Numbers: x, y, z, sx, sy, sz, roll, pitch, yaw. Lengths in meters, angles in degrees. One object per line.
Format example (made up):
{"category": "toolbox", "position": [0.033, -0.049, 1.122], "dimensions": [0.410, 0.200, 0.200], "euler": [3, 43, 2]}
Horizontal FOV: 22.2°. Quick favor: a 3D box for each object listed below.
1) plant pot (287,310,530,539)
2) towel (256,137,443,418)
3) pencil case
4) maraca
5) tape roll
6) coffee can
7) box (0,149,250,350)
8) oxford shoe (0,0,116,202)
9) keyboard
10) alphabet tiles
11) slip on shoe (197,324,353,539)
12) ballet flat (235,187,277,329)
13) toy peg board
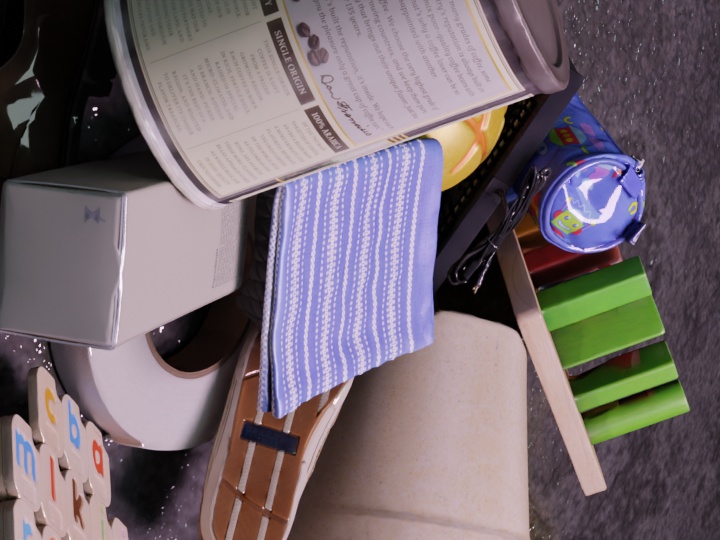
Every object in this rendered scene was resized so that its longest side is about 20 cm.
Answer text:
{"category": "plant pot", "position": [0.041, 0.128, 1.281], "dimensions": [0.200, 0.200, 0.185], "euler": [27, 66, -53]}
{"category": "towel", "position": [0.000, 0.000, 1.127], "dimensions": [0.200, 0.024, 0.146], "euler": [-22, 120, -59]}
{"category": "pencil case", "position": [0.140, -0.091, 1.324], "dimensions": [0.087, 0.200, 0.078], "euler": [-30, 126, 3]}
{"category": "maraca", "position": [0.052, -0.131, 1.276], "dimensions": [0.200, 0.106, 0.138], "euler": [-67, 165, -54]}
{"category": "tape roll", "position": [-0.112, 0.012, 1.148], "dimensions": [0.202, 0.037, 0.204], "euler": [-20, 115, -50]}
{"category": "coffee can", "position": [-0.010, -0.130, 0.942], "dimensions": [0.146, 0.199, 0.147], "euler": [-18, 90, -74]}
{"category": "box", "position": [-0.121, -0.017, 0.979], "dimensions": [0.200, 0.068, 0.083], "euler": [-24, 121, -74]}
{"category": "oxford shoe", "position": [-0.194, -0.071, 1.001], "dimensions": [0.084, 0.073, 0.201], "euler": [14, 93, -28]}
{"category": "keyboard", "position": [0.091, -0.063, 1.279], "dimensions": [0.021, 0.127, 0.200], "euler": [22, 116, -25]}
{"category": "alphabet tiles", "position": [-0.164, 0.163, 1.039], "dimensions": [0.200, 0.015, 0.197], "euler": [64, 16, -59]}
{"category": "slip on shoe", "position": [-0.054, 0.099, 1.176], "dimensions": [0.076, 0.061, 0.201], "euler": [20, 67, -10]}
{"category": "ballet flat", "position": [-0.053, -0.043, 1.098], "dimensions": [0.066, 0.057, 0.201], "euler": [-46, 146, -49]}
{"category": "toy peg board", "position": [0.169, 0.024, 1.388], "dimensions": [0.200, 0.097, 0.200], "euler": [-102, 171, -49]}
